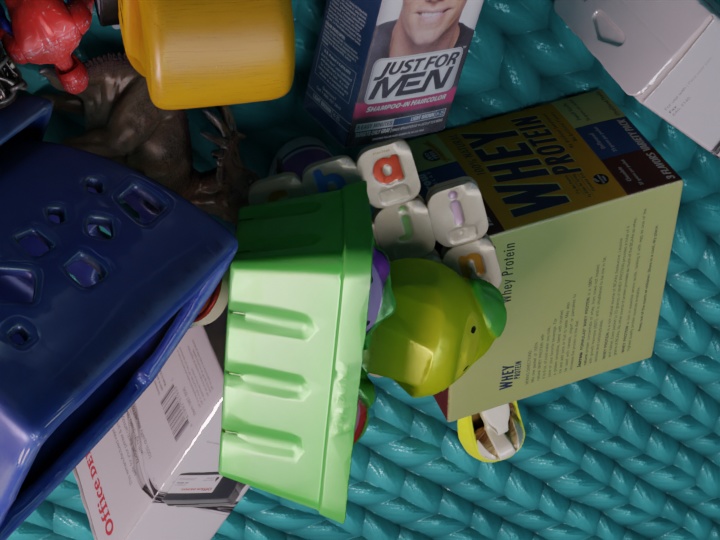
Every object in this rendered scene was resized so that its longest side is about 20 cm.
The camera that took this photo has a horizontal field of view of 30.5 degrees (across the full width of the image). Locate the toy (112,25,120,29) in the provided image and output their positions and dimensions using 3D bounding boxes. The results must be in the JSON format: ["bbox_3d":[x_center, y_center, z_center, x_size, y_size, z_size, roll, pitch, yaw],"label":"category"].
[{"bbox_3d":[-0.082,-0.231,0.854,0.198,0.047,0.116,-23,137,-7],"label":"toy"}]

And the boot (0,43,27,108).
[{"bbox_3d":[-0.240,-0.169,0.742,0.070,0.198,0.175,-57,130,-37],"label":"boot"}]

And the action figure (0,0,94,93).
[{"bbox_3d":[-0.217,-0.204,0.804,0.065,0.099,0.202,-25,114,-1],"label":"action figure"}]

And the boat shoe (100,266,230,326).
[{"bbox_3d":[-0.169,0.022,0.968,0.062,0.072,0.199,14,160,-34],"label":"boat shoe"}]

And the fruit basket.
[{"bbox_3d":[0.008,0.050,0.902,0.212,0.156,0.218,0,115,-1],"label":"fruit basket"}]

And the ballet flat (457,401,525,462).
[{"bbox_3d":[0.128,0.144,1.288,0.066,0.067,0.201,-25,136,-7],"label":"ballet flat"}]

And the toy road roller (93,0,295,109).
[{"bbox_3d":[-0.087,-0.184,0.745,0.121,0.147,0.201,-8,144,-15],"label":"toy road roller"}]

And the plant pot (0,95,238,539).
[{"bbox_3d":[-0.219,0.026,0.807,0.200,0.179,0.200,-47,177,-42],"label":"plant pot"}]

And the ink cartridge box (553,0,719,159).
[{"bbox_3d":[0.264,-0.161,1.031,0.199,0.147,0.086,25,116,-41],"label":"ink cartridge box"}]

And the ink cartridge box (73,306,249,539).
[{"bbox_3d":[-0.145,0.122,1.066,0.084,0.145,0.201,17,120,-38],"label":"ink cartridge box"}]

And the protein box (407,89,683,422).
[{"bbox_3d":[0.137,-0.013,1.103,0.197,0.135,0.200,-16,134,-15],"label":"protein box"}]

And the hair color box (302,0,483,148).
[{"bbox_3d":[0.032,-0.191,0.929,0.099,0.061,0.202,-15,135,-35],"label":"hair color box"}]

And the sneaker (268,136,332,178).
[{"bbox_3d":[-0.035,0.008,1.047,0.072,0.115,0.202,-17,136,-16],"label":"sneaker"}]

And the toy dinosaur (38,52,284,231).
[{"bbox_3d":[-0.145,-0.097,0.917,0.135,0.086,0.201,-31,132,1],"label":"toy dinosaur"}]

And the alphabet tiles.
[{"bbox_3d":[0.000,0.000,0.962,0.197,0.015,0.197,-16,125,5],"label":"alphabet tiles"}]
